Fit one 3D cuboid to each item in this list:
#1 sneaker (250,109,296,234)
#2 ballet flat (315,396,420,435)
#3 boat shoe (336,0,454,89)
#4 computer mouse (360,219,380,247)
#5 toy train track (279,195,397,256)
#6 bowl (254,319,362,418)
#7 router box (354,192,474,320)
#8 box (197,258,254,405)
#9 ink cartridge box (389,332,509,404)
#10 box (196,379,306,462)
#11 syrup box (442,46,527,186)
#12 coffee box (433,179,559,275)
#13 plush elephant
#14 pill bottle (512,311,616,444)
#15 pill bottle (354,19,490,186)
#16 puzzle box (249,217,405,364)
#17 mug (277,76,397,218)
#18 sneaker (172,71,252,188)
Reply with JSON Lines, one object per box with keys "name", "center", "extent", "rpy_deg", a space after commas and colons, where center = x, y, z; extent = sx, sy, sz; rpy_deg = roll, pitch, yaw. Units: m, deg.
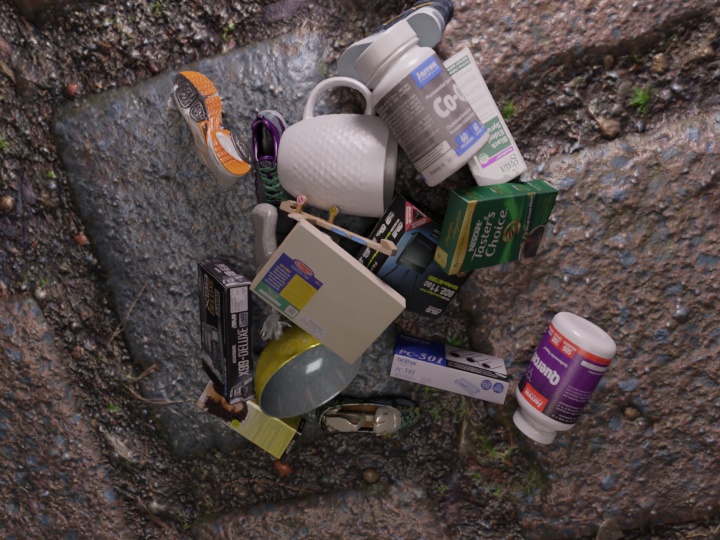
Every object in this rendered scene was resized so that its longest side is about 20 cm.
{"name": "sneaker", "center": [-0.150, -0.153, 1.022], "extent": [0.072, 0.088, 0.207], "rpy_deg": [-6, 105, 9]}
{"name": "ballet flat", "center": [0.012, 0.270, 1.132], "extent": [0.192, 0.074, 0.077], "rpy_deg": [-2, 106, 7]}
{"name": "boat shoe", "center": [0.056, -0.346, 0.956], "extent": [0.196, 0.092, 0.072], "rpy_deg": [-15, 119, 39]}
{"name": "computer mouse", "center": [0.000, 0.000, 1.075], "extent": [0.057, 0.034, 0.204], "rpy_deg": [28, 107, -1]}
{"name": "toy train track", "center": [-0.031, -0.071, 0.916], "extent": [0.196, 0.114, 0.034], "rpy_deg": [25, 100, 23]}
{"name": "bowl", "center": [-0.104, 0.148, 1.079], "extent": [0.200, 0.198, 0.109], "rpy_deg": [-45, 55, 16]}
{"name": "router box", "center": [0.092, -0.015, 0.987], "extent": [0.197, 0.062, 0.152], "rpy_deg": [19, 113, -43]}
{"name": "box", "center": [-0.231, 0.098, 1.070], "extent": [0.048, 0.157, 0.207], "rpy_deg": [-8, 110, -29]}
{"name": "ink cartridge box", "center": [0.150, 0.165, 1.071], "extent": [0.193, 0.094, 0.046], "rpy_deg": [13, 108, 3]}
{"name": "box", "center": [-0.202, 0.266, 1.167], "extent": [0.197, 0.050, 0.076], "rpy_deg": [32, 107, -3]}
{"name": "syrup box", "center": [0.177, -0.228, 0.963], "extent": [0.077, 0.082, 0.204], "rpy_deg": [-27, 100, 16]}
{"name": "coffee box", "center": [0.206, -0.067, 0.954], "extent": [0.195, 0.044, 0.126], "rpy_deg": [-9, 126, -33]}
{"name": "plush elephant", "center": [-0.090, 0.010, 1.019], "extent": [0.160, 0.154, 0.207], "rpy_deg": [14, 97, 27]}
{"name": "pill bottle", "center": [0.331, 0.181, 1.044], "extent": [0.109, 0.113, 0.205], "rpy_deg": [23, 107, 0]}
{"name": "pill bottle", "center": [0.084, -0.233, 0.878], "extent": [0.112, 0.114, 0.202], "rpy_deg": [-35, 98, 15]}
{"name": "puzzle box", "center": [-0.047, 0.034, 0.910], "extent": [0.198, 0.026, 0.133], "rpy_deg": [38, 114, -15]}
{"name": "mug", "center": [-0.033, -0.192, 0.971], "extent": [0.169, 0.148, 0.208], "rpy_deg": [7, 97, 9]}
{"name": "sneaker", "center": [-0.255, -0.224, 1.025], "extent": [0.204, 0.074, 0.092], "rpy_deg": [61, 144, 6]}
